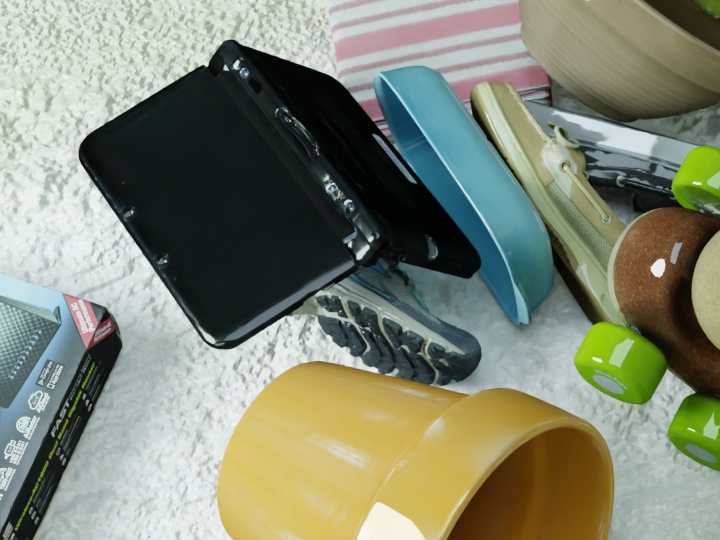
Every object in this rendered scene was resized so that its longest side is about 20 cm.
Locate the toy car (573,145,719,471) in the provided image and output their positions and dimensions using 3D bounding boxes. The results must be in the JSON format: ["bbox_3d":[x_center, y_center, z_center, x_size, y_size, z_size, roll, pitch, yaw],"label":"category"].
[{"bbox_3d":[0.253,0.021,1.381,0.158,0.200,0.164,36,74,-19],"label":"toy car"}]

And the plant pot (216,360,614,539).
[{"bbox_3d":[0.021,0.146,1.379,0.183,0.200,0.200,25,68,33],"label":"plant pot"}]

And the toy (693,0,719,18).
[{"bbox_3d":[0.233,-0.200,1.502,0.200,0.047,0.115,33,40,5],"label":"toy"}]

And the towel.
[{"bbox_3d":[0.050,-0.186,1.619,0.146,0.030,0.200,-10,63,3],"label":"towel"}]

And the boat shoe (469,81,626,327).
[{"bbox_3d":[0.141,-0.042,1.483,0.063,0.073,0.201,-33,89,-5],"label":"boat shoe"}]

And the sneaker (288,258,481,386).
[{"bbox_3d":[0.000,0.000,1.504,0.200,0.078,0.086,29,66,18],"label":"sneaker"}]

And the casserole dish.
[{"bbox_3d":[0.072,-0.054,1.496,0.039,0.121,0.200,-29,63,-6],"label":"casserole dish"}]

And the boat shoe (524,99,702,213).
[{"bbox_3d":[0.195,-0.062,1.529,0.200,0.069,0.057,17,96,12],"label":"boat shoe"}]

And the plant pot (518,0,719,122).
[{"bbox_3d":[0.172,-0.165,1.534,0.093,0.201,0.201,-50,64,22],"label":"plant pot"}]

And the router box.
[{"bbox_3d":[-0.262,0.095,1.486,0.150,0.062,0.200,17,67,14],"label":"router box"}]

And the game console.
[{"bbox_3d":[-0.051,-0.042,1.481,0.116,0.176,0.200,-50,55,20],"label":"game console"}]
